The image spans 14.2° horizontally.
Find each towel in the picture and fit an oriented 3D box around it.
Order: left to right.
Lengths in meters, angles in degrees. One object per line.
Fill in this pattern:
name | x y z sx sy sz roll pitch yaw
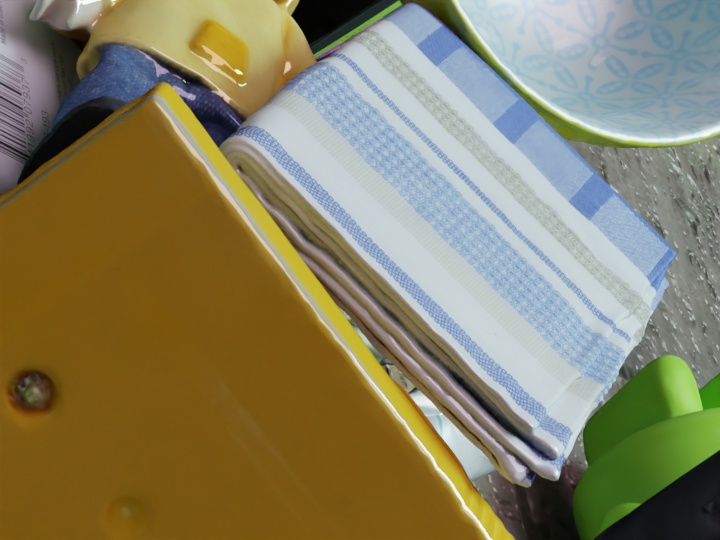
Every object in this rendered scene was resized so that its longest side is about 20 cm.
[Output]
towel | 0.034 -0.015 0.968 0.147 0.024 0.200 45 26 -1

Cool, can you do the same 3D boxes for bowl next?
bowl | 0.077 -0.141 1.137 0.200 0.108 0.201 3 84 -30

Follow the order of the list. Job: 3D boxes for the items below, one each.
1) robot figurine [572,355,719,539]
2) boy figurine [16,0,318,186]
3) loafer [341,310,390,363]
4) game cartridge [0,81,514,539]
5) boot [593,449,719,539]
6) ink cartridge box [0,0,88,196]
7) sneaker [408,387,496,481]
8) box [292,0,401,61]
robot figurine | 0.159 0.138 1.236 0.175 0.116 0.200 7 55 -33
boy figurine | -0.050 -0.071 0.993 0.124 0.064 0.200 32 36 -8
loafer | 0.000 0.000 1.151 0.200 0.076 0.068 -19 101 -70
game cartridge | -0.069 0.071 0.894 0.200 0.176 0.032 53 14 -11
boot | 0.155 0.156 1.134 0.165 0.200 0.066 56 -2 -4
ink cartridge box | -0.176 -0.078 0.965 0.200 0.083 0.145 29 39 -41
sneaker | -0.006 0.085 1.108 0.200 0.070 0.080 -2 82 -57
box | -0.015 -0.210 1.280 0.200 0.148 0.124 60 27 1
